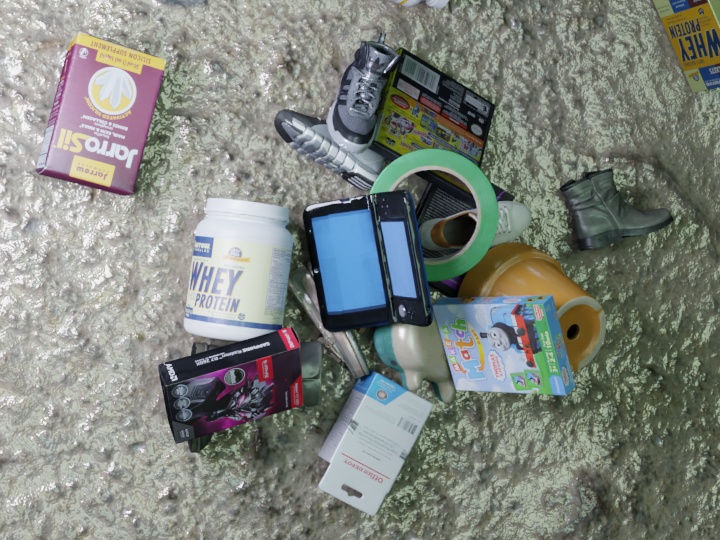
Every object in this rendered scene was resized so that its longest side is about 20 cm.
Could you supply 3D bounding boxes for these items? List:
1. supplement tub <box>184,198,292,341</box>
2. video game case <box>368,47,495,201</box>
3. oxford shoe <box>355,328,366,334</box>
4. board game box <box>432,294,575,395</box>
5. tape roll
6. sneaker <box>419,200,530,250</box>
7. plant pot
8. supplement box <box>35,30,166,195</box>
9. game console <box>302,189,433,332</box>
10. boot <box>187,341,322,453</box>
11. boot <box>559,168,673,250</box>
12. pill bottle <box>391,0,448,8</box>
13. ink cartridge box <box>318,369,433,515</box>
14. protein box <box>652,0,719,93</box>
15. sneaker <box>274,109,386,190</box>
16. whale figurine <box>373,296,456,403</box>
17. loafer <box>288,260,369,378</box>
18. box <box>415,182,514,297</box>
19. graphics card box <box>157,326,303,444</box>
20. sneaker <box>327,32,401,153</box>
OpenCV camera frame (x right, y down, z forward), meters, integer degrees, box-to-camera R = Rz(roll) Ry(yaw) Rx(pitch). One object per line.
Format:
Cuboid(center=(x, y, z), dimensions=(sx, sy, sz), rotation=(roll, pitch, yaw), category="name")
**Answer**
Cuboid(center=(-0.177, 0.001, 1.590), dimensions=(0.145, 0.145, 0.200), rotation=(7, 89, -21), category="supplement tub")
Cuboid(center=(0.116, -0.232, 1.725), dimensions=(0.200, 0.025, 0.181), rotation=(26, 66, -26), category="video game case")
Cuboid(center=(0.000, 0.000, 1.702), dimensions=(0.071, 0.071, 0.200), rotation=(13, 76, -16), category="oxford shoe")
Cuboid(center=(0.216, 0.113, 1.643), dimensions=(0.037, 0.200, 0.151), rotation=(-34, 113, -44), category="board game box")
Cuboid(center=(0.110, -0.085, 1.644), dimensions=(0.200, 0.048, 0.201), rotation=(1, 96, 7), category="tape roll")
Cuboid(center=(0.199, -0.067, 1.728), dimensions=(0.200, 0.085, 0.073), rotation=(-15, 95, -22), category="sneaker")
Cuboid(center=(0.284, 0.074, 1.720), dimensions=(0.200, 0.183, 0.200), rotation=(-11, 112, -29), category="plant pot")
Cuboid(center=(-0.368, -0.219, 1.531), dimensions=(0.131, 0.103, 0.200), rotation=(14, 87, -22), category="supplement box")
Cuboid(center=(0.009, -0.009, 1.586), dimensions=(0.118, 0.171, 0.200), rotation=(-13, 96, -20), category="game console")
Cuboid(center=(-0.159, 0.191, 1.638), dimensions=(0.200, 0.073, 0.182), rotation=(7, 89, -19), category="boot")
Cuboid(center=(0.448, -0.118, 1.871), dimensions=(0.200, 0.068, 0.131), rotation=(-15, 91, -21), category="boot")
Cuboid(center=(0.048, -0.477, 1.682), dimensions=(0.200, 0.104, 0.104), rotation=(16, 86, -21), category="pill bottle")
Cuboid(center=(0.014, 0.271, 1.711), dimensions=(0.116, 0.067, 0.200), rotation=(31, 83, -19), category="ink cartridge box")
Cuboid(center=(0.657, -0.452, 1.899), dimensions=(0.198, 0.135, 0.200), rotation=(-31, 102, -18), category="protein box")
Cuboid(center=(-0.035, -0.220, 1.684), dimensions=(0.200, 0.075, 0.116), rotation=(33, 72, -25), category="sneaker")
Cuboid(center=(0.093, 0.128, 1.733), dimensions=(0.200, 0.104, 0.159), rotation=(53, 48, -37), category="whale figurine")
Cuboid(center=(-0.053, 0.084, 1.688), dimensions=(0.063, 0.072, 0.200), rotation=(-26, 95, 0), category="loafer")
Cuboid(center=(0.153, -0.067, 1.773), dimensions=(0.143, 0.036, 0.200), rotation=(28, 83, -20), category="box")
Cuboid(center=(-0.181, 0.163, 1.538), dimensions=(0.200, 0.051, 0.126), rotation=(-14, 133, -17), category="graphics card box")
Cuboid(center=(0.006, -0.274, 1.624), dimensions=(0.075, 0.114, 0.200), rotation=(19, 48, -12), category="sneaker")
